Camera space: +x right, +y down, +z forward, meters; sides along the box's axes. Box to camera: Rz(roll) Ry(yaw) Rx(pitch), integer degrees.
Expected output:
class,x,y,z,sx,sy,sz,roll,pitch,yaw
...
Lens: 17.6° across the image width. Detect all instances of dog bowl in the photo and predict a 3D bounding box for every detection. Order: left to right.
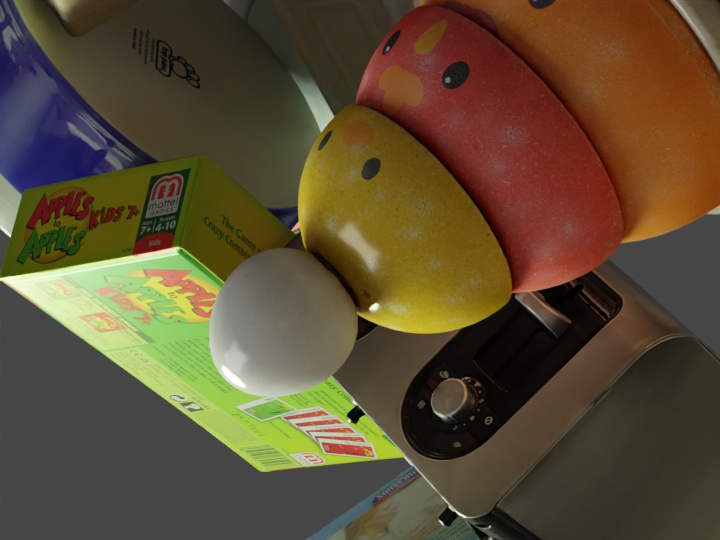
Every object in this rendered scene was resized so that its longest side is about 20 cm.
class,x,y,z,sx,sy,sz,roll,pitch,yaw
dog bowl,-0.115,-0.077,1.131,0.200,0.079,0.200,34,-152,-21

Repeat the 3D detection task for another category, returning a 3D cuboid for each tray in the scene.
class,x,y,z,sx,sy,sz,roll,pitch,yaw
tray,0.017,-0.084,1.124,0.107,0.022,0.200,-6,123,44

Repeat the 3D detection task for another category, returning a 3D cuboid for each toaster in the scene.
class,x,y,z,sx,sy,sz,roll,pitch,yaw
toaster,0.081,0.054,0.975,0.200,0.119,0.181,39,-175,-45

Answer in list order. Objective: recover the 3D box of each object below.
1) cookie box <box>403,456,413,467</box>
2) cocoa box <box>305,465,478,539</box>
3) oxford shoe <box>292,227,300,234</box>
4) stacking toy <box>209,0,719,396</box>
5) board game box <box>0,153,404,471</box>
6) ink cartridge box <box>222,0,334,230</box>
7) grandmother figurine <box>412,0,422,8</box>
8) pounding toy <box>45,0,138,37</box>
class,x,y,z,sx,sy,sz,roll,pitch,yaw
cookie box,0.011,0.049,1.538,0.200,0.075,0.171,49,178,-38
cocoa box,0.088,0.158,1.191,0.131,0.200,0.133,60,170,-20
oxford shoe,0.000,0.000,1.274,0.200,0.075,0.058,73,-177,-82
stacking toy,0.030,-0.027,0.797,0.146,0.200,0.146,43,162,17
board game box,-0.056,0.025,1.044,0.101,0.048,0.200,-9,146,33
ink cartridge box,-0.060,-0.105,1.256,0.160,0.047,0.200,55,140,9
grandmother figurine,0.033,-0.137,0.909,0.121,0.061,0.200,19,149,28
pounding toy,-0.122,-0.206,1.017,0.184,0.200,0.142,54,170,16
